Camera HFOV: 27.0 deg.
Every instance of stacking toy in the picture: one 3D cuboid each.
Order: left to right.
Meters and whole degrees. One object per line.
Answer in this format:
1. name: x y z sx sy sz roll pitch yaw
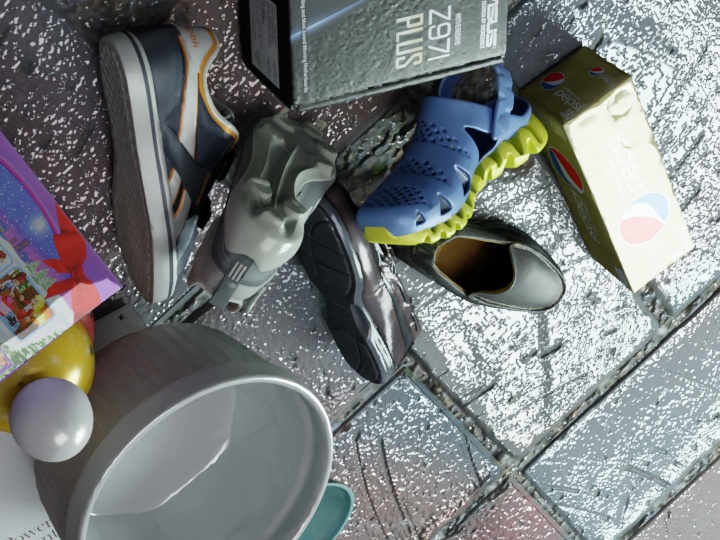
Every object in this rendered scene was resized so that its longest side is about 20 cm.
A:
1. stacking toy: -0.211 0.056 0.944 0.146 0.200 0.146 -16 127 -22

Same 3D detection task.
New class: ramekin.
1. ramekin: -0.128 0.131 1.034 0.200 0.105 0.200 -23 132 -29

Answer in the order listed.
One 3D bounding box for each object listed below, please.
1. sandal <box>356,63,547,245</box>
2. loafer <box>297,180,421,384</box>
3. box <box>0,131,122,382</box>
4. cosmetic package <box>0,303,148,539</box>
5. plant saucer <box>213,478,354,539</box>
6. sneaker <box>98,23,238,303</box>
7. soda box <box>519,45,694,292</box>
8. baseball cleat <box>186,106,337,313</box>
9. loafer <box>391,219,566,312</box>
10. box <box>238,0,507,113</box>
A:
1. sandal: 0.058 -0.088 1.074 0.200 0.079 0.087 -47 130 -41
2. loafer: 0.000 0.000 1.134 0.063 0.072 0.200 -41 138 -24
3. box: -0.249 -0.027 0.844 0.137 0.039 0.200 -38 104 -8
4. cosmetic package: -0.222 0.134 1.091 0.200 0.052 0.151 -29 129 -13
5. plant saucer: -0.097 0.221 1.200 0.200 0.036 0.200 -29 153 -17
6. sneaker: -0.122 -0.069 0.999 0.079 0.078 0.200 -18 131 -25
7. soda box: 0.199 -0.078 1.198 0.068 0.064 0.200 -36 132 -6
8. baseball cleat: -0.072 -0.039 0.997 0.070 0.200 0.106 37 113 -6
9. loafer: 0.097 -0.001 1.181 0.200 0.072 0.073 19 108 -39
10. box: 0.008 -0.222 0.970 0.164 0.086 0.200 -16 127 -23
